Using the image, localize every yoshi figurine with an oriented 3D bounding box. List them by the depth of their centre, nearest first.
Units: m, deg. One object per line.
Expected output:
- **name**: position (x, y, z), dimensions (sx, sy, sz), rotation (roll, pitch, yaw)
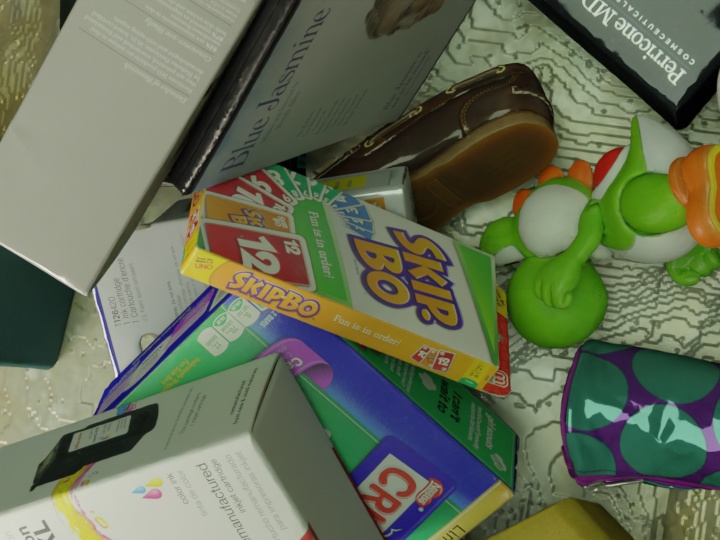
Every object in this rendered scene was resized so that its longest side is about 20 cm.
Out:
- **yoshi figurine**: position (0.154, -0.008, 1.009), dimensions (0.200, 0.112, 0.112), rotation (-17, 125, 47)

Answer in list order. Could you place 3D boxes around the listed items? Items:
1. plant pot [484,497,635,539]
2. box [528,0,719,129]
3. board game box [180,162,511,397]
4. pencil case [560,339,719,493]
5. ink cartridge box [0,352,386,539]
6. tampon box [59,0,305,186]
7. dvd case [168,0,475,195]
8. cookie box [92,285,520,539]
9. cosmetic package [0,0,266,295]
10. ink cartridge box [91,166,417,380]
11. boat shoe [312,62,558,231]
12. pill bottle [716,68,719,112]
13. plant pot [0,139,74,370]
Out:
- **plant pot**: position (0.111, 0.241, 0.999), dimensions (0.200, 0.200, 0.176), rotation (-30, 74, 9)
- **box**: position (0.181, -0.224, 1.023), dimensions (0.197, 0.117, 0.200), rotation (42, 98, 9)
- **board game box**: position (0.000, 0.000, 0.959), dimensions (0.200, 0.096, 0.030), rotation (24, 128, -18)
- **pencil case**: position (0.220, 0.102, 1.026), dimensions (0.200, 0.085, 0.092), rotation (9, 76, 11)
- **ink cartridge box**: position (-0.107, 0.152, 0.970), dimensions (0.200, 0.083, 0.146), rotation (-20, 114, 20)
- **tampon box**: position (-0.104, -0.154, 1.058), dimensions (0.126, 0.150, 0.200), rotation (1, 89, 9)
- **dvd case**: position (-0.008, -0.117, 0.942), dimensions (0.018, 0.200, 0.143), rotation (46, 128, 16)
- **cookie box**: position (-0.034, 0.100, 1.021), dimensions (0.200, 0.075, 0.171), rotation (41, 115, -12)
- **cosmetic package**: position (-0.122, -0.098, 0.912), dimensions (0.090, 0.107, 0.200), rotation (29, 117, -4)
- **ink cartridge box**: position (-0.052, 0.046, 1.065), dimensions (0.200, 0.047, 0.198), rotation (-6, 113, 11)
- **boat shoe**: position (0.030, -0.061, 1.078), dimensions (0.200, 0.070, 0.070), rotation (-25, 48, 15)
- **pill bottle**: position (0.294, -0.124, 0.919), dimensions (0.200, 0.112, 0.112), rotation (-37, 82, -21)
- **plant pot**: position (-0.271, -0.021, 1.063), dimensions (0.141, 0.200, 0.141), rotation (15, 91, 11)
